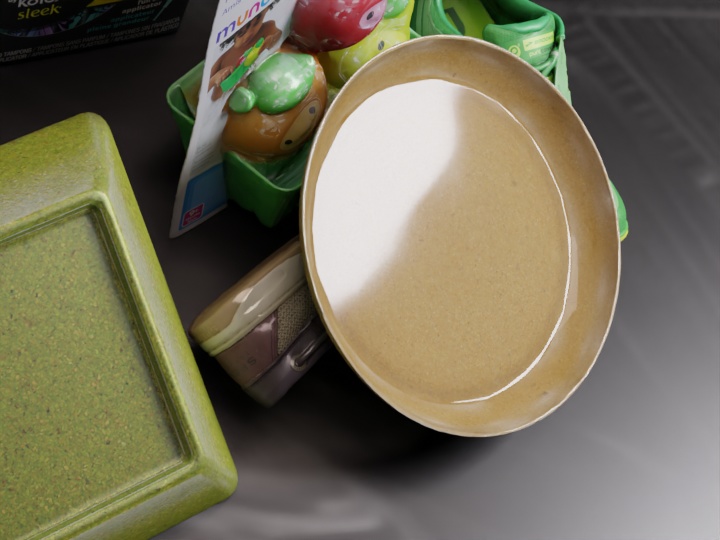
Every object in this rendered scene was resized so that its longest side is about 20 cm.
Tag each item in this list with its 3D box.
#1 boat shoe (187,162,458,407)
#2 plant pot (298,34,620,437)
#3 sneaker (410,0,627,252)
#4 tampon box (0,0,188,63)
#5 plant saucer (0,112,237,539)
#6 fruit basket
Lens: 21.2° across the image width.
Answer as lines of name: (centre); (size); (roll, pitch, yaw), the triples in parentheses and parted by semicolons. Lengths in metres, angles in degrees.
boat shoe: (0.000, 0.000, 0.984); (0.200, 0.072, 0.065); (-36, 97, -36)
plant pot: (0.047, -0.017, 0.960); (0.200, 0.027, 0.201); (5, 81, -35)
sneaker: (0.080, -0.096, 1.048); (0.074, 0.084, 0.200); (-23, 72, -27)
tampon box: (-0.158, -0.215, 0.969); (0.150, 0.200, 0.126); (-14, 67, -23)
plant saucer: (-0.159, 0.052, 0.859); (0.199, 0.048, 0.200); (-25, 102, -28)
fruit basket: (-0.017, -0.115, 0.960); (0.094, 0.200, 0.185); (42, 58, 9)
